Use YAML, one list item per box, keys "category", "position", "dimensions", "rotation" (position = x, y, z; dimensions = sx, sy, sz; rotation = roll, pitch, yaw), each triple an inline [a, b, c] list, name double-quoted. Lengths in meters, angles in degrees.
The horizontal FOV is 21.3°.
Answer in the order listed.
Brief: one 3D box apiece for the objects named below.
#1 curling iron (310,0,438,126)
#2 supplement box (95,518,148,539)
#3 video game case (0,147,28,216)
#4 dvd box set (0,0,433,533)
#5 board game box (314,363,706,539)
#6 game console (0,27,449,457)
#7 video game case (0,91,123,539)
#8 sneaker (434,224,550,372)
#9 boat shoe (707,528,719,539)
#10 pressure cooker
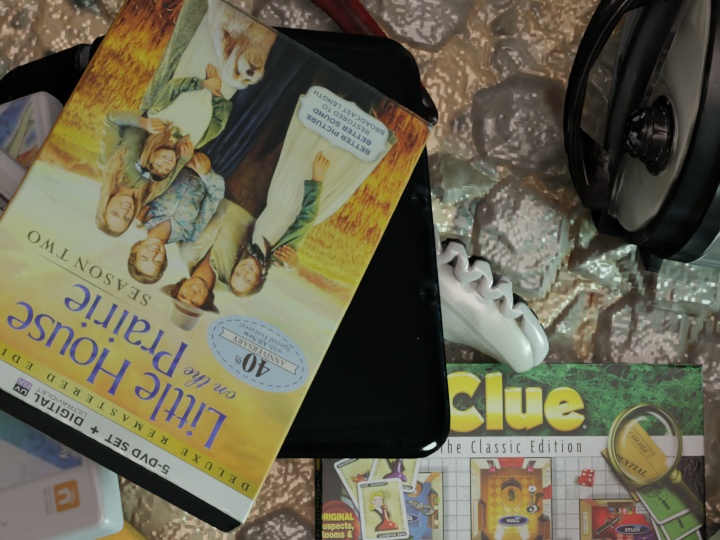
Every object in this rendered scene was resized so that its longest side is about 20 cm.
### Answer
- category: "curling iron"
  position: [-0.022, -0.144, 0.949]
  dimensions: [0.025, 0.050, 0.200]
  rotation: [-30, 103, 21]
- category: "supplement box"
  position: [-0.167, 0.113, 0.905]
  dimensions: [0.200, 0.069, 0.067]
  rotation: [42, 79, -4]
- category: "video game case"
  position: [-0.237, -0.001, 0.843]
  dimensions: [0.200, 0.023, 0.182]
  rotation: [37, 90, 25]
- category: "dvd box set"
  position: [-0.072, -0.013, 0.791]
  dimensions: [0.146, 0.029, 0.201]
  rotation: [31, 65, -9]
- category: "board game box"
  position: [0.076, 0.098, 0.965]
  dimensions: [0.199, 0.023, 0.105]
  rotation: [0, 82, -9]
- category: "game console"
  position: [-0.069, -0.005, 0.880]
  dimensions: [0.175, 0.116, 0.201]
  rotation: [-15, 71, 31]
- category: "video game case"
  position: [-0.201, 0.039, 0.841]
  dimensions: [0.182, 0.022, 0.201]
  rotation: [-17, 69, 16]
- category: "sneaker"
  position: [0.000, 0.000, 0.944]
  dimensions: [0.200, 0.075, 0.081]
  rotation: [32, 88, 4]
- category: "boat shoe"
  position: [0.222, 0.124, 0.952]
  dimensions: [0.072, 0.061, 0.201]
  rotation: [42, 73, -17]
- category: "pressure cooker"
  position: [0.200, -0.085, 0.923]
  dimensions: [0.199, 0.179, 0.177]
  rotation: [8, 86, -8]
